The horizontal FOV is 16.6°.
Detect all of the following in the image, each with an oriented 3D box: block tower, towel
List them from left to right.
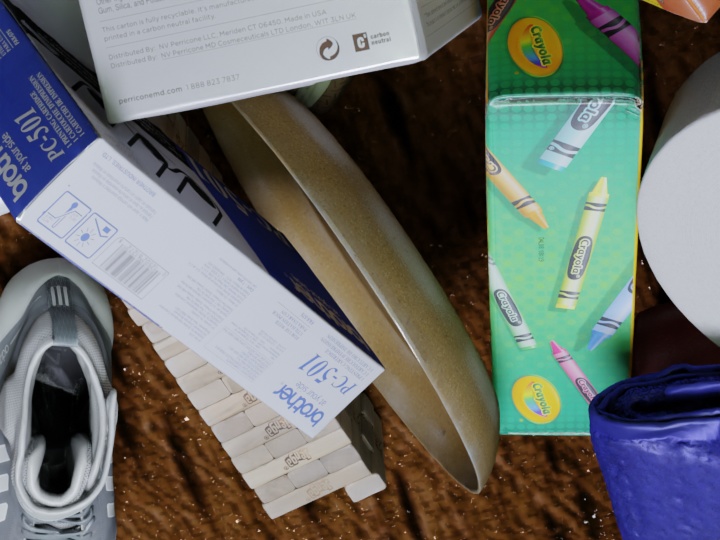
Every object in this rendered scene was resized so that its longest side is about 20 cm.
[{"bbox_3d":[-0.059,0.022,1.082,0.058,0.054,0.201,-25,120,15],"label":"block tower"},{"bbox_3d":[0.177,0.119,0.968,0.147,0.050,0.201,2,128,25],"label":"towel"}]

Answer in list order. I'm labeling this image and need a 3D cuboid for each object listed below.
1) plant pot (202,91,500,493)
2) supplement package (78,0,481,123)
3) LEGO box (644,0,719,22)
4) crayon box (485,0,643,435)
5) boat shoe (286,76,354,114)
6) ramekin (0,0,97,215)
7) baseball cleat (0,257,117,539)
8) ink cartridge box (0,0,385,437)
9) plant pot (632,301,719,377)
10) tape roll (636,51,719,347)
[{"bbox_3d":[0.000,0.000,0.997,0.027,0.200,0.201,-35,120,-7],"label":"plant pot"},{"bbox_3d":[-0.042,-0.168,0.874,0.119,0.121,0.202,-10,100,15],"label":"supplement package"},{"bbox_3d":[0.089,-0.207,0.804,0.149,0.077,0.200,-48,124,-5],"label":"LEGO box"},{"bbox_3d":[0.079,-0.041,0.977,0.058,0.119,0.201,0,140,4],"label":"crayon box"},{"bbox_3d":[-0.003,-0.161,0.965,0.076,0.072,0.201,23,110,-2],"label":"boat shoe"},{"bbox_3d":[-0.175,-0.113,0.964,0.199,0.098,0.202,-1,123,-1],"label":"ramekin"},{"bbox_3d":[-0.141,0.095,1.096,0.069,0.107,0.201,-3,125,-7],"label":"baseball cleat"},{"bbox_3d":[-0.075,-0.016,0.931,0.044,0.094,0.200,-43,140,5],"label":"ink cartridge box"},{"bbox_3d":[0.225,0.071,1.054,0.194,0.201,0.202,-13,123,15],"label":"plant pot"},{"bbox_3d":[0.197,-0.011,0.878,0.201,0.037,0.203,18,149,11],"label":"tape roll"}]
